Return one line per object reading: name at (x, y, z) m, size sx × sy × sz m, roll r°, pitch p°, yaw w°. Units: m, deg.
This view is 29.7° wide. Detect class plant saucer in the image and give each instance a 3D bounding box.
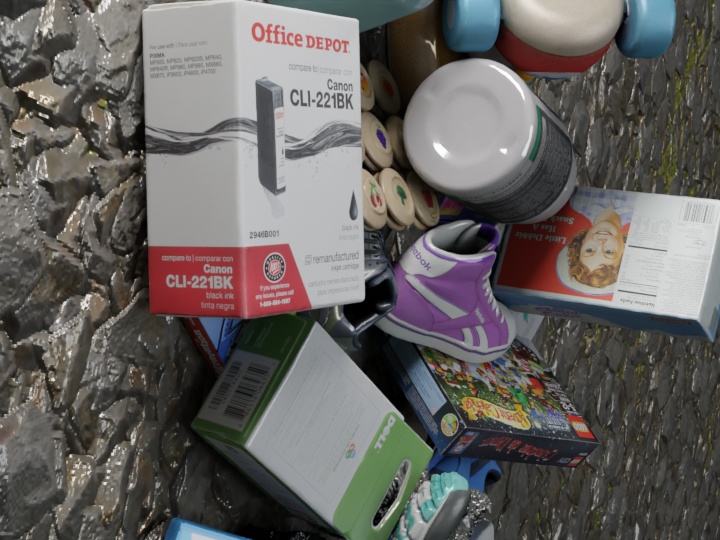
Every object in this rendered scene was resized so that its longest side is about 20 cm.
plant saucer at (0.084, -0.222, 1.250) m, size 0.200 × 0.035 × 0.202 m, roll -20°, pitch 113°, yaw -60°

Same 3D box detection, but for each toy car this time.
toy car at (0.144, -0.211, 1.178) m, size 0.200 × 0.183 × 0.178 m, roll 110°, pitch -23°, yaw -59°

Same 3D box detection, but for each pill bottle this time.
pill bottle at (0.119, -0.102, 1.161) m, size 0.200 × 0.112 × 0.114 m, roll 21°, pitch 77°, yaw -67°

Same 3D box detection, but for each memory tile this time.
memory tile at (0.000, -0.104, 1.068) m, size 0.200 × 0.017 × 0.154 m, roll -5°, pitch 75°, yaw -63°

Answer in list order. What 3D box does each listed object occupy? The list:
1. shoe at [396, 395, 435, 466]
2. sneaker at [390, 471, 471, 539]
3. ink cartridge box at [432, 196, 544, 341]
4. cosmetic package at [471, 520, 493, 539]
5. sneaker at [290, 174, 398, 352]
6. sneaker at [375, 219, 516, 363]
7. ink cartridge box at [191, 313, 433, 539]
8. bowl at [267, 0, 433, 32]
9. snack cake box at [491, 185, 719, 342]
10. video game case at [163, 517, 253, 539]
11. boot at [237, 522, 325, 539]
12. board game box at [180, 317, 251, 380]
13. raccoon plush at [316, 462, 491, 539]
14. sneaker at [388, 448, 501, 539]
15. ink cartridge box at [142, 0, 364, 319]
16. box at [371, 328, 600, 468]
shoe at (0.070, 0.128, 1.278) m, size 0.200 × 0.053 × 0.070 m, roll -51°, pitch 139°, yaw -46°
sneaker at (0.057, 0.251, 1.067) m, size 0.078 × 0.091 × 0.201 m, roll -73°, pitch -176°, yaw -70°
ink cartridge box at (0.138, -0.034, 1.349) m, size 0.137 × 0.076 × 0.201 m, roll -54°, pitch 142°, yaw -42°
cosmetic package at (0.077, 0.351, 1.312) m, size 0.113 × 0.081 × 0.201 m, roll -37°, pitch 127°, yaw -57°
sneaker at (0.000, 0.000, 1.086) m, size 0.201 × 0.080 × 0.074 m, roll -62°, pitch 146°, yaw -36°
sneaker at (0.100, 0.016, 1.178) m, size 0.114 × 0.073 × 0.200 m, roll -48°, pitch 148°, yaw 20°
ink cartridge box at (-0.031, 0.126, 1.012) m, size 0.104 × 0.059 × 0.200 m, roll -61°, pitch 138°, yaw -20°
bowl at (0.011, -0.270, 1.025) m, size 0.201 × 0.104 × 0.202 m, roll -23°, pitch 117°, yaw -58°
snack cake box at (0.232, -0.010, 1.242) m, size 0.067 × 0.199 × 0.116 m, roll 37°, pitch 65°, yaw -57°
video game case at (-0.069, 0.270, 0.960) m, size 0.199 × 0.018 × 0.144 m, roll 23°, pitch 80°, yaw -30°
boot at (-0.055, 0.290, 1.064) m, size 0.198 × 0.073 × 0.164 m, roll 38°, pitch 56°, yaw -61°
board game box at (-0.074, -0.025, 1.006) m, size 0.201 × 0.019 × 0.103 m, roll -63°, pitch 145°, yaw -35°
raccoon plush at (0.024, 0.165, 1.108) m, size 0.097 × 0.133 × 0.200 m, roll -65°, pitch 147°, yaw -31°
sneaker at (0.076, 0.217, 1.267) m, size 0.066 × 0.078 × 0.200 m, roll -52°, pitch 172°, yaw 35°
ink cartridge box at (-0.069, -0.074, 0.909) m, size 0.144 × 0.083 × 0.201 m, roll -7°, pitch 96°, yaw -57°
box at (0.116, 0.109, 1.228) m, size 0.199 × 0.137 × 0.038 m, roll 13°, pitch 125°, yaw -45°
